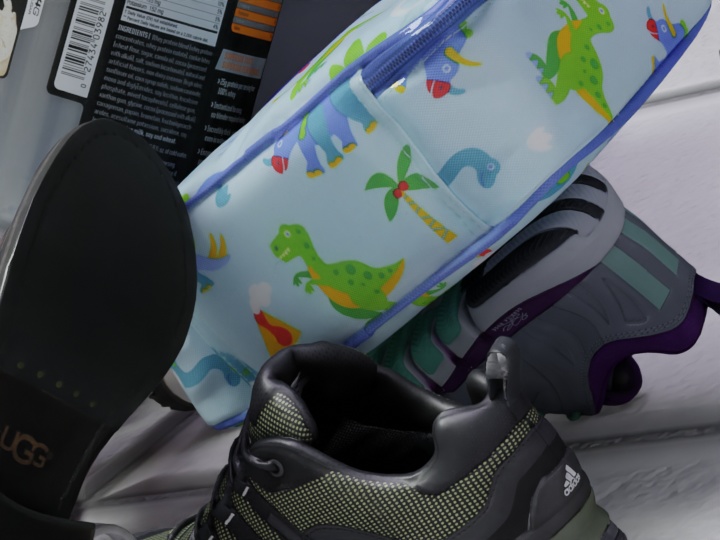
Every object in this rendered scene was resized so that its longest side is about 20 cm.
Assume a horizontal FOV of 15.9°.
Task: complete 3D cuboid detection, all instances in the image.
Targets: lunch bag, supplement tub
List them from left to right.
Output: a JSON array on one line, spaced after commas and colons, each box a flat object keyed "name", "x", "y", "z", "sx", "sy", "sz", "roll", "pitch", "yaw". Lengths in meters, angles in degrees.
[{"name": "supplement tub", "x": -0.088, "y": -0.108, "z": 0.938, "sx": 0.122, "sy": 0.202, "sz": 0.123, "roll": 16, "pitch": 4, "yaw": -1}, {"name": "lunch bag", "x": 0.015, "y": -0.043, "z": 0.846, "sx": 0.200, "sy": 0.083, "sz": 0.161, "roll": -38, "pitch": 5, "yaw": 40}]

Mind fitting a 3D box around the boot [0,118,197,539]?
[{"name": "boot", "x": -0.146, "y": 0.051, "z": 0.790, "sx": 0.173, "sy": 0.069, "sz": 0.201, "roll": -13, "pitch": 47, "yaw": 42}]

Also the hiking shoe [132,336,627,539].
[{"name": "hiking shoe", "x": -0.015, "y": 0.069, "z": 0.807, "sx": 0.199, "sy": 0.101, "sz": 0.076, "roll": -13, "pitch": 17, "yaw": 33}]

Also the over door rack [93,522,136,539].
[{"name": "over door rack", "x": -0.165, "y": 0.159, "z": 0.808, "sx": 0.147, "sy": 0.067, "sz": 0.200, "roll": -2, "pitch": 39, "yaw": 52}]

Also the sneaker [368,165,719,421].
[{"name": "sneaker", "x": 0.045, "y": 0.040, "z": 0.926, "sx": 0.200, "sy": 0.087, "sz": 0.075, "roll": -37, "pitch": 26, "yaw": 47}]

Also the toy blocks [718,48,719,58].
[{"name": "toy blocks", "x": 0.242, "y": -0.070, "z": 0.966, "sx": 0.136, "sy": 0.101, "sz": 0.200, "roll": -15, "pitch": 12, "yaw": -16}]

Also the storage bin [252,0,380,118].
[{"name": "storage bin", "x": -0.055, "y": -0.119, "z": 1.052, "sx": 0.134, "sy": 0.201, "sz": 0.146, "roll": -29, "pitch": -1, "yaw": -18}]

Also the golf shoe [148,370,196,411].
[{"name": "golf shoe", "x": 0.000, "y": 0.000, "z": 1.078, "sx": 0.199, "sy": 0.078, "sz": 0.094, "roll": -29, "pitch": 16, "yaw": -17}]
